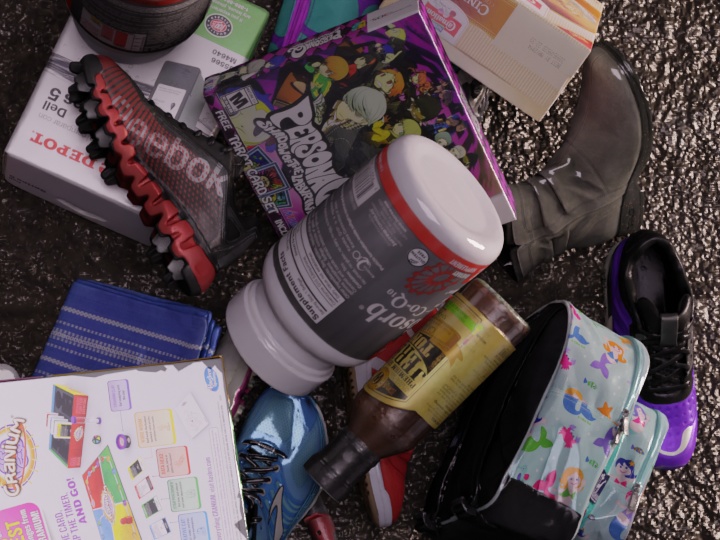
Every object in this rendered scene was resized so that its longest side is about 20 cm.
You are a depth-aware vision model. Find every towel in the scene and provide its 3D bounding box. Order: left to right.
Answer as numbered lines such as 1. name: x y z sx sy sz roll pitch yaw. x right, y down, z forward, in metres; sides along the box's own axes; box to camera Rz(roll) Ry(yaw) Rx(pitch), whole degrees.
1. towel: -0.203 0.108 1.567 0.145 0.024 0.200 15 74 27

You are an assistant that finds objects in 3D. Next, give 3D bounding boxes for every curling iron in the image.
1. curling iron: -0.041 0.205 1.610 0.050 0.026 0.200 -15 82 -15

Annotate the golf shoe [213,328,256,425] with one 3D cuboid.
1. golf shoe: -0.142 0.115 1.588 0.091 0.075 0.200 26 74 -1

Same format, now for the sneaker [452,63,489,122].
1. sneaker: 0.020 -0.097 1.669 0.200 0.078 0.080 -46 53 -7

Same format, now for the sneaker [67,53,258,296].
1. sneaker: -0.145 -0.084 1.541 0.098 0.071 0.200 -31 90 -15

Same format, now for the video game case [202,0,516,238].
1. video game case: 0.002 -0.094 1.569 0.181 0.036 0.200 -20 120 13

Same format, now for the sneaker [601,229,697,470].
1. sneaker: 0.240 0.061 1.652 0.070 0.100 0.200 -6 79 -9

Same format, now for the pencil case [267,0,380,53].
1. pencil case: -0.036 -0.189 1.653 0.085 0.092 0.200 1 67 32

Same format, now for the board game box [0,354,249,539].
1. board game box: -0.190 0.149 1.483 0.200 0.040 0.153 -5 76 -15

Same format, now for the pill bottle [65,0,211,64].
1. pill bottle: -0.161 -0.225 1.497 0.116 0.200 0.116 2 78 -11

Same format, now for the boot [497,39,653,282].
1. boot: 0.164 -0.080 1.631 0.131 0.200 0.068 -23 45 -18

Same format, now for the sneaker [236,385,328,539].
1. sneaker: -0.081 0.180 1.564 0.078 0.090 0.200 15 78 12

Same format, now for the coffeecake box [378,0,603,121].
1. coffeecake box: 0.109 -0.211 1.631 0.153 0.200 0.073 35 110 -2

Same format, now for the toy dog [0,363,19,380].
1. toy dog: -0.315 0.110 1.548 0.200 0.132 0.096 49 37 -3

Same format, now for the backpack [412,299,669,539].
1. backpack: 0.149 0.130 1.585 0.151 0.178 0.200 24 67 -13

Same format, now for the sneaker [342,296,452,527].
1. sneaker: 0.045 0.102 1.625 0.112 0.071 0.200 -4 78 -8

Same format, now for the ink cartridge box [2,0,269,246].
1. ink cartridge box: -0.180 -0.140 1.624 0.145 0.084 0.200 24 76 -5

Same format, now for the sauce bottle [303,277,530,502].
1. sauce bottle: 0.041 0.094 1.548 0.065 0.065 0.200 44 88 1

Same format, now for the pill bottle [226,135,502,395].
1. pill bottle: 0.000 0.000 1.530 0.200 0.116 0.116 -40 88 25
